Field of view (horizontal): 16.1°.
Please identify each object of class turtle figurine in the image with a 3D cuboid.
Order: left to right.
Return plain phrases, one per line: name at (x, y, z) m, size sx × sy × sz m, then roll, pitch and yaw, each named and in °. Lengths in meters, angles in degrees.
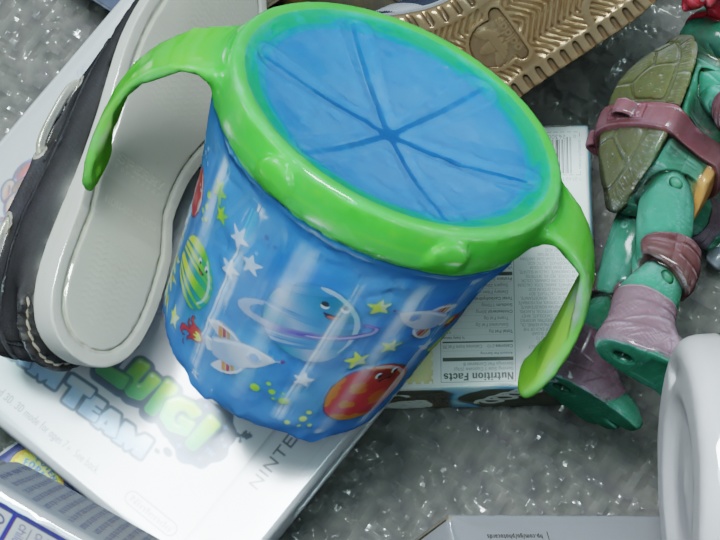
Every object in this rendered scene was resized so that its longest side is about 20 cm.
turtle figurine at (0.139, -0.038, 1.032) m, size 0.101 × 0.150 × 0.200 m, roll 24°, pitch 70°, yaw 8°

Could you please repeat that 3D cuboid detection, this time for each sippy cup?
sippy cup at (-0.011, -0.011, 0.973) m, size 0.140 × 0.130 × 0.178 m, roll -16°, pitch 54°, yaw -47°

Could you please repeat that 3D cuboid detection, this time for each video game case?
video game case at (-0.077, 0.007, 1.064) m, size 0.200 × 0.024 × 0.182 m, roll 37°, pitch 81°, yaw 13°

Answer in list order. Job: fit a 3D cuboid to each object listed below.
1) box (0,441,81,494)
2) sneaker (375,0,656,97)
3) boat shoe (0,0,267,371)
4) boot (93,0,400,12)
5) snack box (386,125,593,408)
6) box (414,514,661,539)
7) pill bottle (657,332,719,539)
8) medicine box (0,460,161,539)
box at (-0.180, 0.169, 1.056) m, size 0.200 × 0.032 × 0.121 m, roll -34°, pitch 74°, yaw -4°
sneaker at (0.040, -0.099, 1.063) m, size 0.200 × 0.109 × 0.070 m, roll -29°, pitch 102°, yaw 9°
boat shoe at (-0.097, -0.051, 1.038) m, size 0.060 × 0.074 × 0.200 m, roll -2°, pitch 63°, yaw 43°
boot at (-0.042, -0.124, 1.133) m, size 0.200 × 0.075 × 0.097 m, roll 36°, pitch 102°, yaw 6°
snack box at (0.000, 0.000, 1.092) m, size 0.199 × 0.037 × 0.116 m, roll -1°, pitch 74°, yaw 5°
box at (0.108, 0.191, 0.967) m, size 0.156 × 0.041 × 0.200 m, roll 4°, pitch 60°, yaw -32°
pill bottle at (0.212, 0.077, 0.917) m, size 0.199 × 0.111 × 0.112 m, roll 0°, pitch 72°, yaw -1°
medicine box at (-0.099, 0.199, 0.969) m, size 0.200 × 0.103 × 0.182 m, roll 29°, pitch 90°, yaw 1°
